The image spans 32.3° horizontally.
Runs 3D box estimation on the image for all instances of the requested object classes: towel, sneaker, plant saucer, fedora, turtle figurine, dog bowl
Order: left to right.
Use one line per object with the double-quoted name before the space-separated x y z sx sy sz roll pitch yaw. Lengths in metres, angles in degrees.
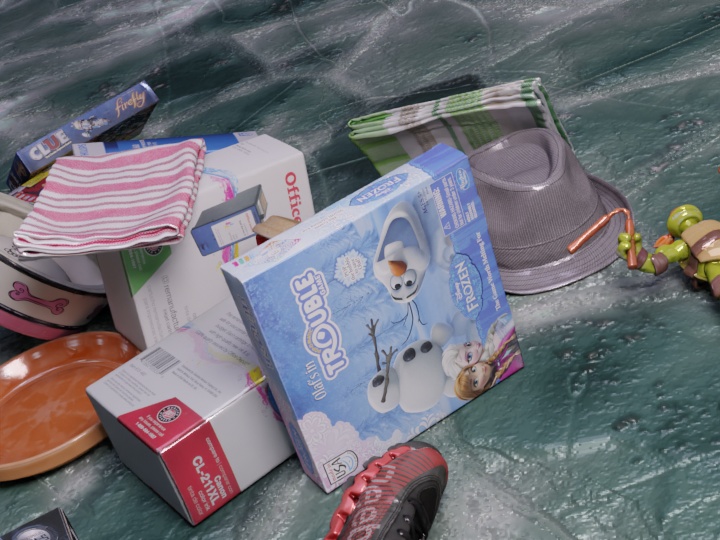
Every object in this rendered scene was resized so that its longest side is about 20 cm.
"dog bowl" -0.347 -0.003 1.275 0.074 0.200 0.200 -57 27 12
"plant saucer" -0.291 0.128 1.161 0.199 0.032 0.201 -15 29 8
"towel" -0.217 -0.070 1.102 0.146 0.030 0.200 -6 29 3
"sneaker" 0.012 0.194 0.821 0.098 0.071 0.200 8 41 41
"towel" 0.104 -0.125 1.255 0.199 0.149 0.031 -11 61 20
"fedora" 0.155 -0.070 1.161 0.176 0.091 0.200 -20 29 -1
"turtle figurine" 0.282 -0.009 1.006 0.199 0.065 0.161 -16 35 -11

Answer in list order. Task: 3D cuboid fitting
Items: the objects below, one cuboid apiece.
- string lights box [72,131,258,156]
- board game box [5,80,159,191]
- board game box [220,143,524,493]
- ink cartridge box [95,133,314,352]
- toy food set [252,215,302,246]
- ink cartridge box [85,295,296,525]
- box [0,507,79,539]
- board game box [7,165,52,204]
"string lights box" -0.204 -0.087 1.340 0.199 0.103 0.059 -5 25 -15
"board game box" -0.370 -0.171 1.652 0.200 0.035 0.135 -35 1 -25
"board game box" 0.018 0.037 0.949 0.199 0.201 0.043 -30 31 -17
"ink cartridge box" -0.144 -0.027 1.186 0.199 0.146 0.087 -23 30 -27
"toy food set" 0.000 0.000 1.080 0.197 0.049 0.200 15 3 -35
"ink cartridge box" -0.104 0.099 1.040 0.200 0.083 0.146 -33 31 -23
"box" -0.240 0.261 0.769 0.199 0.161 0.044 -26 28 -13
"board game box" -0.373 -0.044 1.475 0.199 0.062 0.200 13 43 43
